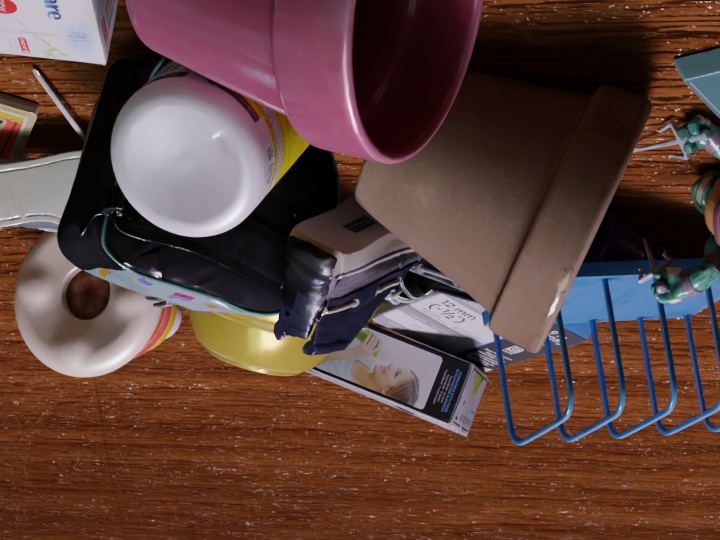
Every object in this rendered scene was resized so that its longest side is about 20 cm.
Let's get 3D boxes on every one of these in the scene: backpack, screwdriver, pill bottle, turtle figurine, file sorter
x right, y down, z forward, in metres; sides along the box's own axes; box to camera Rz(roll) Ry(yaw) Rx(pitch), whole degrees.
[{"bbox_3d":[-0.121,-0.056,1.538,0.199,0.178,0.153,20,168,-27],"label":"backpack"},{"bbox_3d":[-0.225,-0.103,1.642,0.028,0.029,0.200,-1,154,19],"label":"screwdriver"},{"bbox_3d":[-0.088,-0.107,1.381,0.108,0.200,0.110,7,115,15],"label":"pill bottle"},{"bbox_3d":[0.273,-0.043,1.512,0.100,0.151,0.200,-7,-162,-13],"label":"turtle figurine"},{"bbox_3d":[0.222,0.068,1.648,0.198,0.124,0.139,-2,163,-19],"label":"file sorter"}]

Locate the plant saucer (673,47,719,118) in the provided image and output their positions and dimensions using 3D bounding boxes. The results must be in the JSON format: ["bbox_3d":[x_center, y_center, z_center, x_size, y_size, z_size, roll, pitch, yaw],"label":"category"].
[{"bbox_3d":[0.306,-0.108,1.477,0.069,0.019,0.200,-11,148,36],"label":"plant saucer"}]

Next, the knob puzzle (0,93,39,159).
[{"bbox_3d":[-0.374,-0.108,1.675,0.217,0.031,0.220,6,156,3],"label":"knob puzzle"}]

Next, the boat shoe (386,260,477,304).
[{"bbox_3d":[0.039,-0.006,1.672,0.198,0.069,0.073,10,166,41],"label":"boat shoe"}]

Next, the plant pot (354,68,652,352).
[{"bbox_3d":[0.095,-0.066,1.462,0.173,0.201,0.201,26,156,4],"label":"plant pot"}]

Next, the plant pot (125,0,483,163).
[{"bbox_3d":[-0.039,-0.181,1.245,0.178,0.201,0.200,15,160,25],"label":"plant pot"}]

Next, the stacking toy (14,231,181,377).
[{"bbox_3d":[-0.214,0.035,1.849,0.145,0.148,0.200,-1,169,19],"label":"stacking toy"}]

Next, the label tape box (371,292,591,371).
[{"bbox_3d":[0.127,0.018,1.747,0.143,0.067,0.199,26,152,-34],"label":"label tape box"}]

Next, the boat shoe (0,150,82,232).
[{"bbox_3d":[-0.245,-0.065,1.659,0.198,0.074,0.062,-1,-170,5],"label":"boat shoe"}]

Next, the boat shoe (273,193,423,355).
[{"bbox_3d":[0.000,0.000,1.538,0.074,0.094,0.199,28,-154,27],"label":"boat shoe"}]

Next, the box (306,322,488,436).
[{"bbox_3d":[0.011,0.083,1.830,0.198,0.061,0.117,22,175,15],"label":"box"}]

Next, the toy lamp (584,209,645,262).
[{"bbox_3d":[0.146,-0.045,1.618,0.199,0.059,0.058,26,150,-29],"label":"toy lamp"}]

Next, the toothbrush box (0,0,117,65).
[{"bbox_3d":[-0.266,-0.218,1.338,0.198,0.087,0.146,6,156,2],"label":"toothbrush box"}]

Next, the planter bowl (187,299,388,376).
[{"bbox_3d":[-0.081,0.036,1.706,0.198,0.084,0.200,14,-168,-3],"label":"planter bowl"}]
